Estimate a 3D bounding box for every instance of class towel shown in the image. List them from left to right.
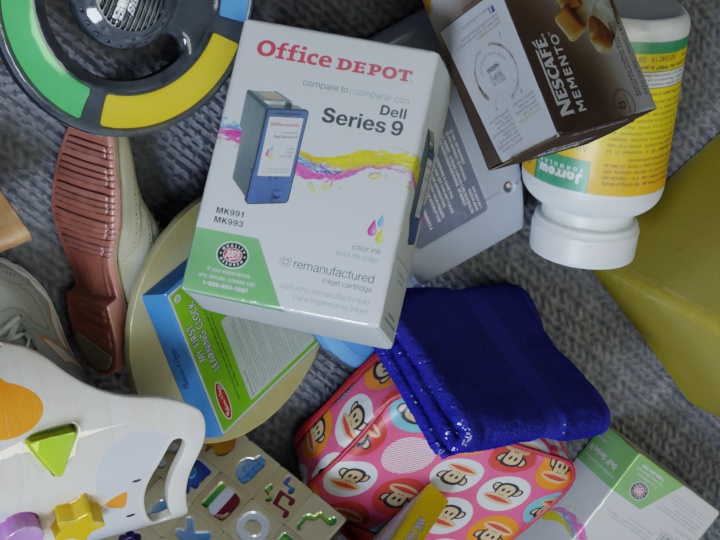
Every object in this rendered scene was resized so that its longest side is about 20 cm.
[{"bbox_3d":[0.092,0.077,1.619,0.200,0.148,0.050,0,139,-52],"label":"towel"}]

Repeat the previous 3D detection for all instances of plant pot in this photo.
[{"bbox_3d":[0.341,0.019,1.716,0.200,0.176,0.200,-42,122,-3],"label":"plant pot"}]

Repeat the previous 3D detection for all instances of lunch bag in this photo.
[{"bbox_3d":[0.051,0.159,1.688,0.200,0.082,0.176,26,122,-30],"label":"lunch bag"}]

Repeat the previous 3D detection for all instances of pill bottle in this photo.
[{"bbox_3d":[0.183,-0.109,1.628,0.112,0.113,0.201,-3,113,-23],"label":"pill bottle"}]

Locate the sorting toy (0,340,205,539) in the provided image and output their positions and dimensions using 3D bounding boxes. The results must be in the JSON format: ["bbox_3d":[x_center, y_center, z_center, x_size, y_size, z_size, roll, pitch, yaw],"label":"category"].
[{"bbox_3d":[-0.202,0.146,1.486,0.179,0.107,0.200,-5,137,-19],"label":"sorting toy"}]

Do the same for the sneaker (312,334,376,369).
[{"bbox_3d":[0.000,0.000,1.597,0.066,0.078,0.200,-51,140,-40],"label":"sneaker"}]

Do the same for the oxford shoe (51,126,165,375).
[{"bbox_3d":[-0.174,-0.027,1.543,0.074,0.071,0.201,-22,124,-39],"label":"oxford shoe"}]

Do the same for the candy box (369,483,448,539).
[{"bbox_3d":[-0.003,0.244,1.587,0.026,0.200,0.102,44,125,-3],"label":"candy box"}]

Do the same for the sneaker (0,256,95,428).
[{"bbox_3d":[-0.231,0.074,1.536,0.076,0.092,0.200,-37,121,-6],"label":"sneaker"}]

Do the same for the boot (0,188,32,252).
[{"bbox_3d":[-0.316,0.019,1.448,0.200,0.189,0.069,-27,158,-12],"label":"boot"}]

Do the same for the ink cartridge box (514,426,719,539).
[{"bbox_3d":[0.196,0.245,1.813,0.117,0.067,0.200,36,93,-32],"label":"ink cartridge box"}]

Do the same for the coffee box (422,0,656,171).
[{"bbox_3d":[0.115,-0.184,1.510,0.114,0.080,0.201,-17,84,-41],"label":"coffee box"}]

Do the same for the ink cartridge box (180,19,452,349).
[{"bbox_3d":[-0.029,-0.061,1.487,0.145,0.088,0.201,12,80,10],"label":"ink cartridge box"}]

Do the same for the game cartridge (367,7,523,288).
[{"bbox_3d":[0.049,-0.095,1.620,0.133,0.041,0.200,-27,120,-7],"label":"game cartridge"}]

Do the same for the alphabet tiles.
[{"bbox_3d":[-0.114,0.208,1.594,0.166,0.200,0.006,-48,159,-12],"label":"alphabet tiles"}]

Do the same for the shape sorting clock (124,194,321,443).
[{"bbox_3d":[-0.097,0.031,1.582,0.200,0.039,0.201,-20,117,-45],"label":"shape sorting clock"}]

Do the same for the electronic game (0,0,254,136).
[{"bbox_3d":[-0.162,-0.191,1.458,0.199,0.042,0.201,-6,102,-30],"label":"electronic game"}]
